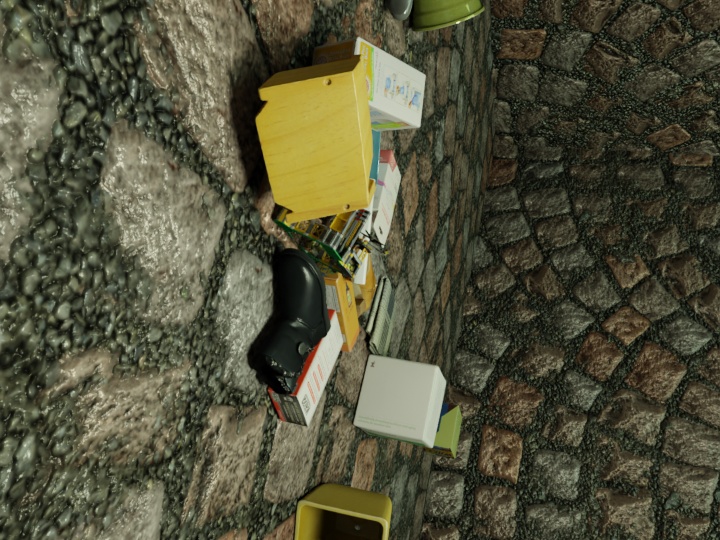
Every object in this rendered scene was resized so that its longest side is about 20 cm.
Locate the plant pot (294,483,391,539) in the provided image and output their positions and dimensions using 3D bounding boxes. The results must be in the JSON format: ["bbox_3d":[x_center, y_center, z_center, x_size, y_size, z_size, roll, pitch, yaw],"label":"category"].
[{"bbox_3d":[-0.025,0.580,1.236,0.200,0.193,0.197,-5,101,-76],"label":"plant pot"}]

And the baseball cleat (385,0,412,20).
[{"bbox_3d":[0.072,-0.672,1.251,0.106,0.069,0.202,-17,104,-63],"label":"baseball cleat"}]

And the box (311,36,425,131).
[{"bbox_3d":[0.014,-0.331,1.020,0.199,0.112,0.102,5,92,-50],"label":"box"}]

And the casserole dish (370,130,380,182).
[{"bbox_3d":[0.015,-0.270,1.197,0.121,0.038,0.202,-122,-145,-74],"label":"casserole dish"}]

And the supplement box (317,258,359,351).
[{"bbox_3d":[-0.051,0.073,1.147,0.067,0.068,0.201,-63,155,-47],"label":"supplement box"}]

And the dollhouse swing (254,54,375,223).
[{"bbox_3d":[-0.059,-0.214,0.850,0.176,0.180,0.201,-108,-172,-55],"label":"dollhouse swing"}]

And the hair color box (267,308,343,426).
[{"bbox_3d":[-0.097,0.176,1.052,0.201,0.061,0.102,-67,155,-42],"label":"hair color box"}]

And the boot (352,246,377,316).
[{"bbox_3d":[0.001,0.001,1.288,0.144,0.070,0.203,-56,151,-66],"label":"boot"}]

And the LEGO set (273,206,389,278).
[{"bbox_3d":[-0.046,-0.080,0.968,0.116,0.153,0.200,-60,148,-12],"label":"LEGO set"}]

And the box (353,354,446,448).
[{"bbox_3d":[0.112,0.356,1.523,0.171,0.198,0.201,59,42,-61],"label":"box"}]

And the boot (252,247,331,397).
[{"bbox_3d":[-0.119,0.088,0.927,0.168,0.076,0.201,-58,146,-46],"label":"boot"}]

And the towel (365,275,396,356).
[{"bbox_3d":[0.059,0.143,1.566,0.193,0.034,0.201,68,32,-61],"label":"towel"}]

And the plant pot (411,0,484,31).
[{"bbox_3d":[0.207,-0.749,1.454,0.201,0.199,0.185,-61,140,-48],"label":"plant pot"}]

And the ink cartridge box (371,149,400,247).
[{"bbox_3d":[0.036,-0.167,1.309,0.117,0.067,0.201,59,40,-61],"label":"ink cartridge box"}]

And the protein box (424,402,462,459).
[{"bbox_3d":[0.371,0.721,2.530,0.200,0.134,0.200,65,36,-57],"label":"protein box"}]

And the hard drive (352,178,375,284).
[{"bbox_3d":[0.006,-0.074,1.128,0.132,0.026,0.202,95,1,-90],"label":"hard drive"}]
